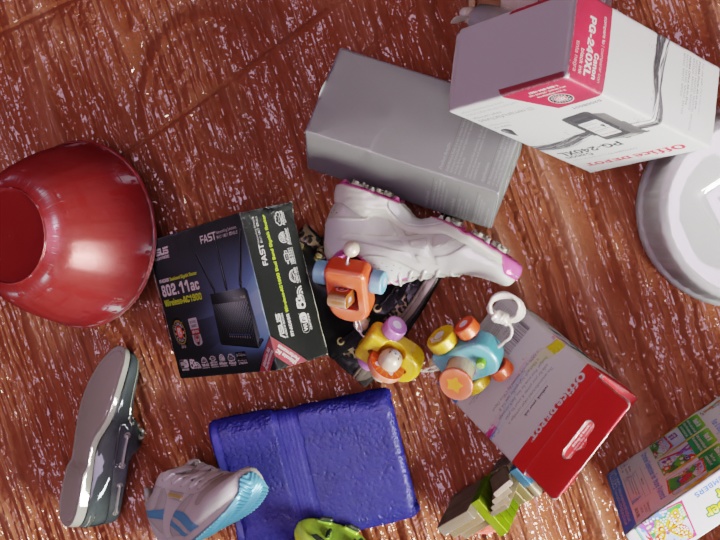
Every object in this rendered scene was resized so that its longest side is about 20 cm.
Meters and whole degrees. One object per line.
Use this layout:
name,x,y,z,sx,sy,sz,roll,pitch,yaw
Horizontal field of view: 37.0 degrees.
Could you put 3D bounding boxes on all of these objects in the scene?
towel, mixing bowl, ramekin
towel,-0.048,0.206,1.131,0.200,0.050,0.148,-12,99,8
mixing bowl,-0.321,-0.037,1.093,0.200,0.108,0.200,1,92,26
ramekin,0.370,-0.059,1.024,0.200,0.098,0.201,1,94,8

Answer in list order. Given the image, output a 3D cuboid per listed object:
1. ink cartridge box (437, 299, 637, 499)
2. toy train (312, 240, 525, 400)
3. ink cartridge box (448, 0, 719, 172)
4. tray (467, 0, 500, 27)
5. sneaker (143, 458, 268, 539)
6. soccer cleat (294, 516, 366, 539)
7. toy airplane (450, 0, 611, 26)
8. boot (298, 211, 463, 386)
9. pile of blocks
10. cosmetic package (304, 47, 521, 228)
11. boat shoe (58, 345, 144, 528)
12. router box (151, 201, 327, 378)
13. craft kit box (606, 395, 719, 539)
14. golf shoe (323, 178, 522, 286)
ink cartridge box,0.175,0.124,1.018,0.067,0.200,0.116,30,99,-39
toy train,0.047,0.058,0.998,0.200,0.056,0.150,13,133,15
ink cartridge box,0.203,-0.162,0.967,0.200,0.145,0.084,16,75,-35
tray,0.159,-0.302,1.069,0.098,0.037,0.200,2,93,8
sneaker,-0.166,0.231,1.092,0.200,0.076,0.081,-36,76,46
soccer cleat,0.009,0.326,1.104,0.200,0.065,0.084,33,114,-10
toy airplane,0.135,-0.287,0.954,0.141,0.199,0.200,-25,99,-15
boot,0.000,0.000,1.097,0.150,0.073,0.200,32,103,5
pile of blocks,0.172,0.215,1.080,0.200,0.082,0.062,-42,94,10
cosmetic package,0.054,-0.130,1.056,0.200,0.090,0.107,19,69,10
boat shoe,-0.270,0.181,1.162,0.062,0.073,0.200,16,89,-36
router box,-0.127,0.024,1.062,0.200,0.062,0.150,-12,92,52
craft kit box,0.326,0.174,0.996,0.197,0.200,0.049,-41,88,10
golf shoe,0.054,-0.016,1.023,0.200,0.075,0.092,23,91,21
